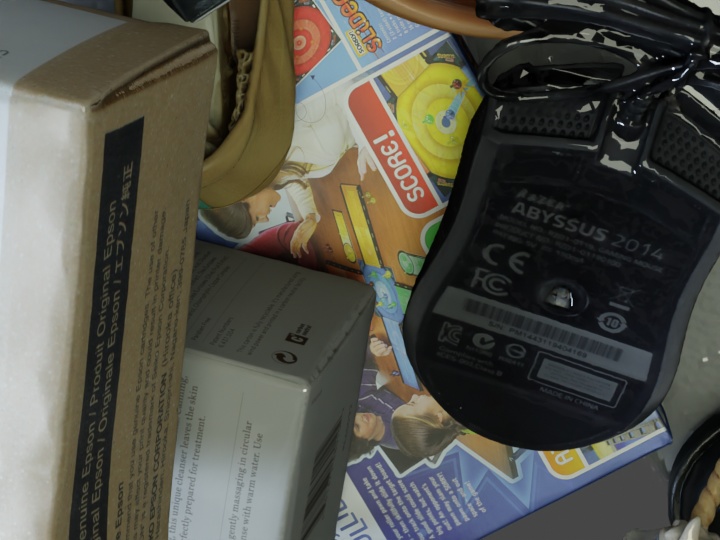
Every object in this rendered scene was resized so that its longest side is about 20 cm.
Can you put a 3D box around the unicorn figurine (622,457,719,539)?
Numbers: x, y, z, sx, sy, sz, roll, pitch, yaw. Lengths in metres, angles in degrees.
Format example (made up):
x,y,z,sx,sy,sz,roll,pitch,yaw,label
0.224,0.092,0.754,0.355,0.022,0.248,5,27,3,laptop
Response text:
x,y,z,sx,sy,sz,roll,pitch,yaw,label
0.037,0.131,0.871,0.199,0.137,0.074,-19,79,-32,unicorn figurine

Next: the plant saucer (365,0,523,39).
x,y,z,sx,sy,sz,roll,pitch,yaw,label
0.039,-0.167,0.790,0.199,0.037,0.201,1,85,-18,plant saucer

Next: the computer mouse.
x,y,z,sx,sy,sz,roll,pitch,yaw,label
0.077,-0.020,0.798,0.138,0.053,0.200,21,138,-5,computer mouse

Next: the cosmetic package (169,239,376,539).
x,y,z,sx,sy,sz,roll,pitch,yaw,label
-0.106,0.040,0.842,0.199,0.085,0.108,16,116,10,cosmetic package

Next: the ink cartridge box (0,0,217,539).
x,y,z,sx,sy,sz,roll,pitch,yaw,label
-0.149,-0.002,0.740,0.199,0.075,0.165,15,114,21,ink cartridge box

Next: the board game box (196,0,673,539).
x,y,z,sx,sy,sz,roll,pitch,yaw,label
0.000,0.000,0.879,0.135,0.034,0.201,-27,105,9,board game box

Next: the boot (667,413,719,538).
x,y,z,sx,sy,sz,roll,pitch,yaw,label
0.203,0.095,0.841,0.197,0.163,0.074,-1,109,2,boot

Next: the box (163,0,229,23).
x,y,z,sx,sy,sz,roll,pitch,yaw,label
-0.007,-0.183,0.686,0.200,0.046,0.159,-34,126,-3,box

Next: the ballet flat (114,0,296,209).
x,y,z,sx,sy,sz,roll,pitch,yaw,label
-0.048,-0.119,0.803,0.068,0.063,0.201,-4,93,14,ballet flat
